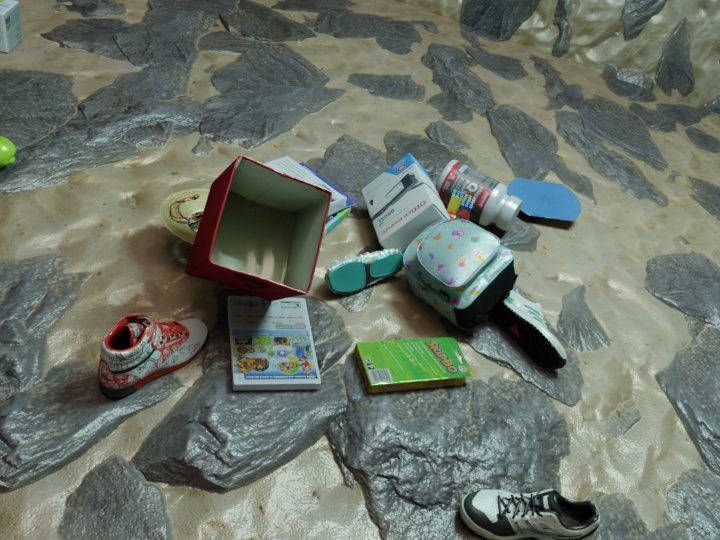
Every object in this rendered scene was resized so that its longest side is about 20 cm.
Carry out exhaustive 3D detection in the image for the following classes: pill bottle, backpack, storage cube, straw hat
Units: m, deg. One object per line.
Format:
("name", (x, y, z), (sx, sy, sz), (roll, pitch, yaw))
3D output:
("pill bottle", (0.286, -0.178, 1.516), (0.199, 0.112, 0.111), (30, 40, 17))
("backpack", (0.181, -0.009, 1.221), (0.176, 0.154, 0.199), (-45, 46, -14))
("storage cube", (-0.174, -0.058, 1.039), (0.169, 0.179, 0.202), (19, 76, -24))
("straw hat", (-0.284, -0.070, 1.194), (0.199, 0.086, 0.202), (11, 37, -9))

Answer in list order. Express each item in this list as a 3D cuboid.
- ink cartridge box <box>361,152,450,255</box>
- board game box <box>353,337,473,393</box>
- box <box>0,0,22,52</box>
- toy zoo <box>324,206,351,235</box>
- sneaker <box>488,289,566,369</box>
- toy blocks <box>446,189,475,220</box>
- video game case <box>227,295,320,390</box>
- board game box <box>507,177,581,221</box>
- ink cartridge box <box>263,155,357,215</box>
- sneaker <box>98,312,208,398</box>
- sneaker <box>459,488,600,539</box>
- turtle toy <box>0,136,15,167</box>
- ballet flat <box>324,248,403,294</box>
("ink cartridge box", (0.097, -0.138, 1.359), (0.084, 0.144, 0.201), (40, 21, -38))
("board game box", (0.094, 0.163, 1.099), (0.198, 0.030, 0.096), (-3, 43, -19))
("box", (-1.007, -0.655, 1.625), (0.197, 0.102, 0.113), (9, 39, -11))
("toy zoo", (-0.123, -0.118, 1.365), (0.130, 0.021, 0.200), (29, 40, 15))
("sneaker", (0.343, 0.104, 1.227), (0.093, 0.071, 0.200), (-20, 48, -30))
("toy blocks", (0.210, -0.112, 1.386), (0.099, 0.138, 0.201), (21, 38, 6))
("video game case", (-0.152, 0.120, 1.067), (0.141, 0.018, 0.201), (3, 40, -18))
("board game box", (0.479, -0.174, 1.647), (0.197, 0.039, 0.159), (6, 44, -5))
("ink cartridge box", (-0.133, -0.185, 1.393), (0.199, 0.041, 0.199), (37, 42, 25))
("sneaker", (-0.308, 0.103, 0.955), (0.067, 0.109, 0.201), (34, 41, 21))
("sneaker", (0.243, 0.339, 0.891), (0.197, 0.088, 0.076), (11, 40, -5))
("turtle toy", (-0.783, -0.252, 1.217), (0.197, 0.102, 0.147), (5, 39, -16))
("ballet flat", (0.000, 0.000, 1.245), (0.198, 0.072, 0.072), (-14, 47, -36))
